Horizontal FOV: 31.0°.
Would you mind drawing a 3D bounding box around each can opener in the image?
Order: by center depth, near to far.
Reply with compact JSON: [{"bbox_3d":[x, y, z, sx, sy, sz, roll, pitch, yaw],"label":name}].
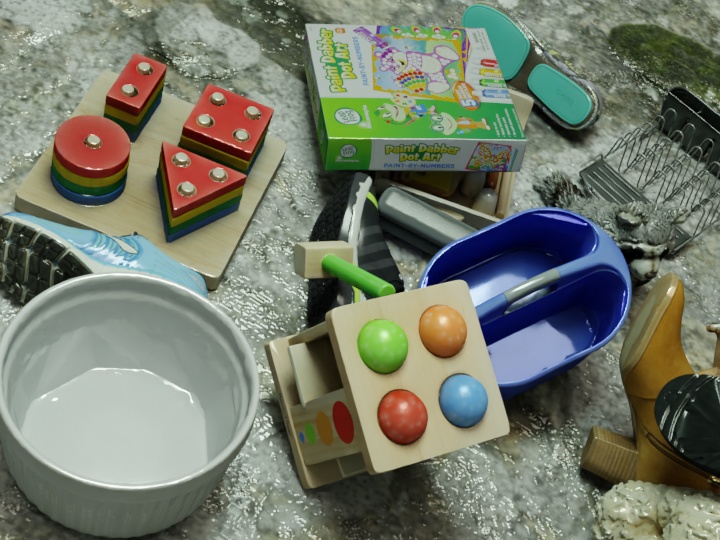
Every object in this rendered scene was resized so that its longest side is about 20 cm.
[{"bbox_3d":[0.110,-0.028,1.256,0.199,0.053,0.067,23,66,4],"label":"can opener"}]

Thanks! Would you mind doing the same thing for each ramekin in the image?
[{"bbox_3d":[-0.185,0.110,1.004,0.199,0.105,0.201,10,48,-11],"label":"ramekin"}]

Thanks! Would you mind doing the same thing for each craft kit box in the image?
[{"bbox_3d":[0.049,-0.176,1.304,0.196,0.049,0.201,-3,43,-9],"label":"craft kit box"}]

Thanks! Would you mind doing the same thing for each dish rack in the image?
[{"bbox_3d":[0.338,-0.106,1.401,0.200,0.055,0.153,-31,65,-36],"label":"dish rack"}]

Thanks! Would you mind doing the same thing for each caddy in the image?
[{"bbox_3d":[0.140,0.029,1.148,0.199,0.105,0.142,-24,74,-15],"label":"caddy"}]

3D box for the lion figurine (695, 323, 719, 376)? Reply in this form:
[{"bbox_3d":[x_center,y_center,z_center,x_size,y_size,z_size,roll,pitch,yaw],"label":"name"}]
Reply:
[{"bbox_3d":[0.370,0.106,1.176,0.199,0.072,0.123,-5,92,-4],"label":"lion figurine"}]

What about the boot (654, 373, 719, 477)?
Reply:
[{"bbox_3d":[0.340,0.169,1.040,0.198,0.163,0.074,23,74,37],"label":"boot"}]

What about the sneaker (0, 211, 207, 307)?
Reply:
[{"bbox_3d":[-0.223,0.002,1.122,0.199,0.079,0.090,24,28,-2],"label":"sneaker"}]

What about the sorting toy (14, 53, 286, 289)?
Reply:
[{"bbox_3d":[-0.187,-0.107,1.214,0.199,0.070,0.199,22,47,0],"label":"sorting toy"}]

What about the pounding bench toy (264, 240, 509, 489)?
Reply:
[{"bbox_3d":[0.011,0.055,1.034,0.124,0.156,0.201,-12,82,-28],"label":"pounding bench toy"}]

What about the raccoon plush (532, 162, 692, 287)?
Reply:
[{"bbox_3d":[0.232,-0.062,1.271,0.096,0.134,0.200,-19,59,-30],"label":"raccoon plush"}]

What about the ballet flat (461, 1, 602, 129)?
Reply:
[{"bbox_3d":[0.195,-0.227,1.460,0.072,0.072,0.200,-29,64,-35],"label":"ballet flat"}]

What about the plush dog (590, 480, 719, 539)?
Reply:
[{"bbox_3d":[0.265,0.265,1.012,0.199,0.161,0.172,27,71,5],"label":"plush dog"}]

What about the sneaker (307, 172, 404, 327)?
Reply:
[{"bbox_3d":[0.000,0.000,1.202,0.083,0.072,0.201,28,46,-23],"label":"sneaker"}]

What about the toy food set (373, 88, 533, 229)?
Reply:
[{"bbox_3d":[0.100,-0.130,1.337,0.143,0.061,0.201,19,47,-3],"label":"toy food set"}]

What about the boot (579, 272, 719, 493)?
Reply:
[{"bbox_3d":[0.286,0.113,1.111,0.143,0.202,0.071,19,18,3],"label":"boot"}]
